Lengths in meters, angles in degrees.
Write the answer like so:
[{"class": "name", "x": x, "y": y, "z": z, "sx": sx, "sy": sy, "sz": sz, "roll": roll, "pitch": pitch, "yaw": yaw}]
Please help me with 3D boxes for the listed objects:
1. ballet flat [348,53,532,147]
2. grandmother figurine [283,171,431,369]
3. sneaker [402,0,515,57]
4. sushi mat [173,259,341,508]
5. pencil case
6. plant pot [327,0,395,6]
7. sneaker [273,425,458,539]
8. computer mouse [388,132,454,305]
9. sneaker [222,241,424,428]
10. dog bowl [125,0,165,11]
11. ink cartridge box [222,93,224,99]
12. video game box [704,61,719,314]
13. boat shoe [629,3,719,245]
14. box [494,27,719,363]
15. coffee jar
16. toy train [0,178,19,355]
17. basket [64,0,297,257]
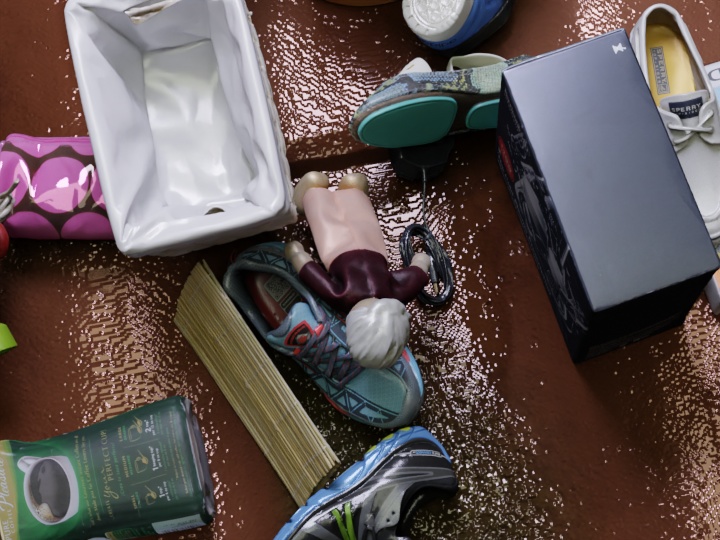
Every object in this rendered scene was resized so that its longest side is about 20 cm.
[{"class": "ballet flat", "x": 0.072, "y": -0.147, "z": 1.215, "sx": 0.197, "sy": 0.074, "sz": 0.075, "roll": -7, "pitch": 72, "yaw": -26}, {"class": "grandmother figurine", "x": 0.000, "y": 0.000, "z": 1.153, "sx": 0.119, "sy": 0.061, "sz": 0.201, "roll": -5, "pitch": 41, "yaw": -8}, {"class": "sneaker", "x": 0.105, "y": -0.279, "z": 1.242, "sx": 0.076, "sy": 0.111, "sz": 0.202, "roll": 24, "pitch": 89, "yaw": 17}, {"class": "sushi mat", "x": -0.086, "y": 0.092, "z": 1.164, "sx": 0.012, "sy": 0.096, "sz": 0.201, "roll": -27, "pitch": 74, "yaw": -31}, {"class": "pencil case", "x": -0.215, "y": -0.074, "z": 1.218, "sx": 0.197, "sy": 0.091, "sz": 0.095, "roll": -2, "pitch": 109, "yaw": 0}, {"class": "plant pot", "x": -0.002, "y": -0.351, "z": 1.256, "sx": 0.197, "sy": 0.140, "sz": 0.203, "roll": -1, "pitch": 74, "yaw": 3}, {"class": "sneaker", "x": -0.004, "y": 0.208, "z": 1.136, "sx": 0.199, "sy": 0.071, "sz": 0.083, "roll": -40, "pitch": 70, "yaw": -11}, {"class": "computer mouse", "x": 0.051, "y": -0.069, "z": 1.235, "sx": 0.058, "sy": 0.034, "sz": 0.203, "roll": 2, "pitch": 78, "yaw": -24}, {"class": "sneaker", "x": -0.038, "y": 0.059, "z": 1.160, "sx": 0.199, "sy": 0.095, "sz": 0.080, "roll": 40, "pitch": 105, "yaw": 16}, {"class": "dog bowl", "x": -0.187, "y": -0.289, "z": 1.222, "sx": 0.058, "sy": 0.199, "sz": 0.203, "roll": 9, "pitch": 70, "yaw": -38}, {"class": "ink cartridge box", "x": -0.133, "y": -0.223, "z": 1.248, "sx": 0.037, "sy": 0.095, "sz": 0.203, "roll": -3, "pitch": 74, "yaw": -7}, {"class": "video game box", "x": 0.348, "y": -0.087, "z": 1.215, "sx": 0.180, "sy": 0.047, "sz": 0.202, "roll": -18, "pitch": 74, "yaw": 1}, {"class": "boat shoe", "x": 0.260, "y": -0.120, "z": 1.171, "sx": 0.070, "sy": 0.070, "sz": 0.203, "roll": -10, "pitch": 74, "yaw": 4}, {"class": "box", "x": 0.186, "y": -0.053, "z": 1.142, "sx": 0.103, "sy": 0.182, "sz": 0.202, "roll": -19, "pitch": 74, "yaw": -2}, {"class": "coffee jar", "x": -0.220, "y": 0.172, "z": 1.149, "sx": 0.197, "sy": 0.085, "sz": 0.106, "roll": -13, "pitch": 77, "yaw": -2}, {"class": "toy train", "x": -0.305, "y": 0.019, "z": 1.154, "sx": 0.084, "sy": 0.199, "sz": 0.117, "roll": -17, "pitch": 82, "yaw": -46}, {"class": "basket", "x": -0.132, "y": -0.115, "z": 1.115, "sx": 0.134, "sy": 0.123, "sz": 0.203, "roll": -14, "pitch": 82, "yaw": 4}]
